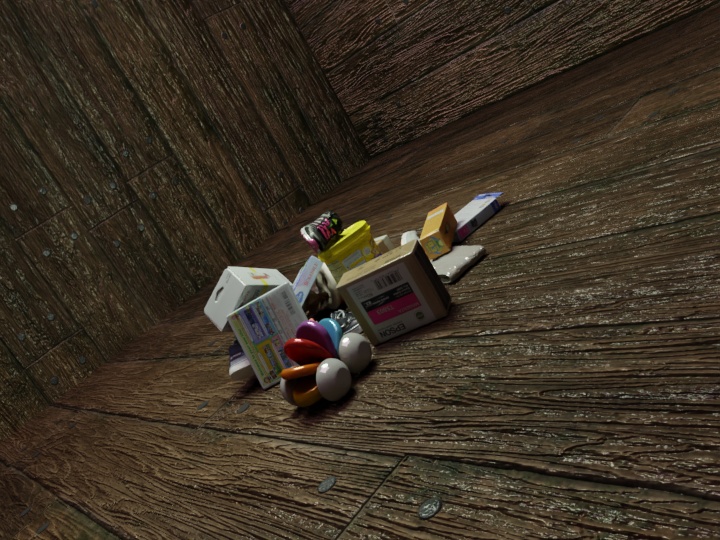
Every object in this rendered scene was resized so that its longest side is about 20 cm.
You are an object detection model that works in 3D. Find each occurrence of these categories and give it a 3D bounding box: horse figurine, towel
[{"bbox_3d":[-0.149,0.104,1.900,0.134,0.049,0.200,-59,13,0],"label":"horse figurine"},{"bbox_3d":[0.210,-0.018,1.645,0.132,0.035,0.199,-39,16,-22],"label":"towel"}]

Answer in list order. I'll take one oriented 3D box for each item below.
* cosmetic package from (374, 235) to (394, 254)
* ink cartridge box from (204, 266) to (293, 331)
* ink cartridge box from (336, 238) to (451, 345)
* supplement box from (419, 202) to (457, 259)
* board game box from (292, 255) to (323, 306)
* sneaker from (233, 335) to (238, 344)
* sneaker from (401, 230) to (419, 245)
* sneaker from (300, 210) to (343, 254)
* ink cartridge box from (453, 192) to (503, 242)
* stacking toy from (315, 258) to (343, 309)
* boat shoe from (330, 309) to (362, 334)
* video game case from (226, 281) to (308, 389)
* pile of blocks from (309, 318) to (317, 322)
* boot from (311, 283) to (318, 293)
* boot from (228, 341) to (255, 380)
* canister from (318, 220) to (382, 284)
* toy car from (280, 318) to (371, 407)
[{"bbox_3d":[0.026,0.000,1.840,0.070,0.106,0.200,-17,22,44],"label":"cosmetic package"},{"bbox_3d":[-0.286,0.075,1.725,0.199,0.083,0.147,3,-59,-58],"label":"ink cartridge box"},{"bbox_3d":[0.073,0.050,1.437,0.198,0.166,0.075,-25,17,26],"label":"ink cartridge box"},{"bbox_3d":[0.205,-0.105,1.739,0.068,0.067,0.201,-26,16,21],"label":"supplement box"},{"bbox_3d":[-0.177,0.074,1.830,0.203,0.041,0.199,-64,7,-17],"label":"board game box"},{"bbox_3d":[-0.274,0.198,1.774,0.083,0.122,0.199,-40,17,-30],"label":"sneaker"},{"bbox_3d":[0.161,-0.055,1.825,0.091,0.077,0.201,-19,25,18],"label":"sneaker"},{"bbox_3d":[-0.088,-0.102,1.651,0.087,0.074,0.200,-35,8,13],"label":"sneaker"},{"bbox_3d":[0.307,-0.148,1.862,0.199,0.042,0.119,-41,17,-19],"label":"ink cartridge box"},{"bbox_3d":[-0.022,0.013,1.908,0.197,0.149,0.146,-19,9,-21],"label":"stacking toy"},{"bbox_3d":[-0.048,0.130,1.626,0.198,0.068,0.072,-30,14,9],"label":"boat shoe"},{"bbox_3d":[-0.204,0.158,1.603,0.180,0.203,0.022,-28,1,13],"label":"video game case"},{"bbox_3d":[-0.131,0.154,1.740,0.198,0.063,0.082,-22,17,35],"label":"pile of blocks"},{"bbox_3d":[-0.108,0.054,2.065,0.167,0.073,0.199,-53,23,-24],"label":"boot"},{"bbox_3d":[-0.246,0.198,1.681,0.197,0.073,0.091,-21,52,6],"label":"boot"},{"bbox_3d":[0.000,0.000,1.689,0.147,0.202,0.086,-35,14,-15],"label":"canister"},{"bbox_3d":[-0.089,0.179,1.382,0.173,0.151,0.200,-19,19,41],"label":"toy car"}]
